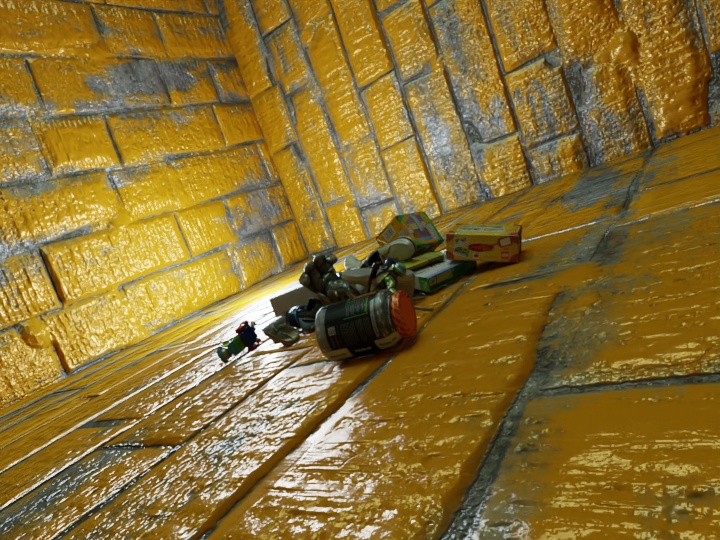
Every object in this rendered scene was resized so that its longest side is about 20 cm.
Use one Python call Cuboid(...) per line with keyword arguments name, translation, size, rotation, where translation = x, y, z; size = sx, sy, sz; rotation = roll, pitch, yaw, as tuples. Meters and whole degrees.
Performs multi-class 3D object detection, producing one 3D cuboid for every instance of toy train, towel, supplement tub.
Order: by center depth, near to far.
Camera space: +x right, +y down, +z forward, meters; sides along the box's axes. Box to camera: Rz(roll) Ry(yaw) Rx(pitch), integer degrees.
Cuboid(name="supplement tub", translation=(0.013, 0.113, 1.100), size=(0.197, 0.125, 0.122), rotation=(-17, 8, 25))
Cuboid(name="towel", translation=(0.142, -0.014, 1.508), size=(0.197, 0.018, 0.086), rotation=(-20, 13, -22))
Cuboid(name="toy train", translation=(-0.380, 0.219, 1.643), size=(0.115, 0.085, 0.200), rotation=(-34, 7, 1))

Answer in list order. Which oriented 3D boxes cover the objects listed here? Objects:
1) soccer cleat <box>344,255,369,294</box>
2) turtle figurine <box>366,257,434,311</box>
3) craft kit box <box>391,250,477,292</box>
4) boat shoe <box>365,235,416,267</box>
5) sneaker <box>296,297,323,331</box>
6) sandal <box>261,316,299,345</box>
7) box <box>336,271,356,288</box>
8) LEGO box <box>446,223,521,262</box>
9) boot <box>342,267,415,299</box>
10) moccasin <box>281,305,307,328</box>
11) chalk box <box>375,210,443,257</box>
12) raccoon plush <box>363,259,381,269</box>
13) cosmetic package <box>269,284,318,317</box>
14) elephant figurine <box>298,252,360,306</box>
Cuboid(name="soccer cleat", translation=(0.000, 0.000, 1.590), size=(0.068, 0.079, 0.201), rotation=(3, 32, -19))
Cuboid(name="turtle figurine", translation=(0.069, 0.092, 1.293), size=(0.193, 0.200, 0.144), rotation=(-40, 29, 4))
Cuboid(name="craft kit box", translation=(0.203, -0.003, 1.529), size=(0.197, 0.050, 0.196), rotation=(-22, 22, -31))
Cuboid(name="boat shoe", translation=(0.089, -0.045, 1.558), size=(0.068, 0.076, 0.199), rotation=(-38, 9, -34))
Cuboid(name="sneaker", translation=(-0.118, 0.113, 1.598), size=(0.070, 0.084, 0.198), rotation=(-28, 0, 42))
Cuboid(name="sandal", translation=(-0.232, 0.190, 1.540), size=(0.080, 0.055, 0.199), rotation=(-30, 25, -24))
Cuboid(name="box", translation=(-0.027, 0.050, 1.716), size=(0.114, 0.062, 0.200), rotation=(10, 3, -10))
Cuboid(name="LEGO box", translation=(0.355, -0.081, 1.488), size=(0.196, 0.079, 0.149), rotation=(3, 16, 21))
Cuboid(name="boot", translation=(0.048, 0.049, 1.403), size=(0.195, 0.098, 0.074), rotation=(2, 18, 10))
Cuboid(name="moccasin", translation=(-0.203, 0.153, 1.641), size=(0.067, 0.082, 0.200), rotation=(-10, -5, 4))
Cuboid(name="chalk box", translation=(0.171, -0.101, 1.674), size=(0.198, 0.125, 0.125), rotation=(-14, -25, -45))
Cuboid(name="raccoon plush", translation=(0.087, -0.010, 1.928), size=(0.131, 0.099, 0.200), rotation=(-11, 9, 12))
Cuboid(name="cosmetic package", translation=(-0.207, 0.107, 1.817), size=(0.196, 0.110, 0.085), rotation=(-20, 7, -2))
Cuboid(name="elephant figurine", translation=(-0.075, 0.057, 1.509), size=(0.143, 0.200, 0.154), rotation=(-54, -20, 18))
